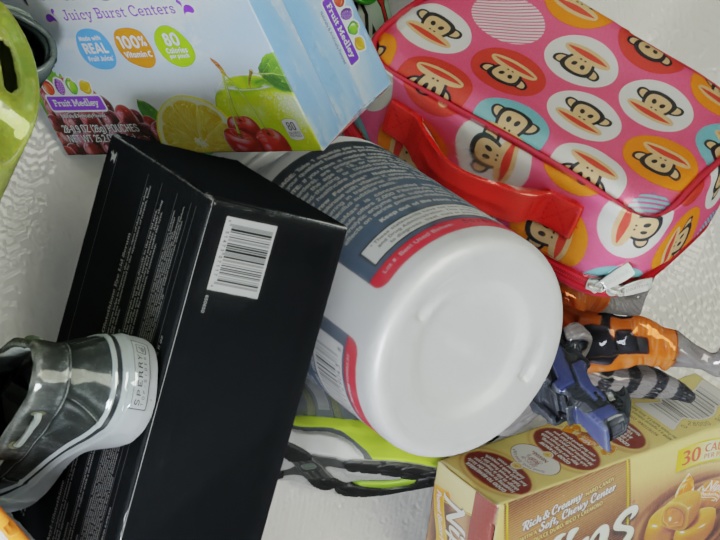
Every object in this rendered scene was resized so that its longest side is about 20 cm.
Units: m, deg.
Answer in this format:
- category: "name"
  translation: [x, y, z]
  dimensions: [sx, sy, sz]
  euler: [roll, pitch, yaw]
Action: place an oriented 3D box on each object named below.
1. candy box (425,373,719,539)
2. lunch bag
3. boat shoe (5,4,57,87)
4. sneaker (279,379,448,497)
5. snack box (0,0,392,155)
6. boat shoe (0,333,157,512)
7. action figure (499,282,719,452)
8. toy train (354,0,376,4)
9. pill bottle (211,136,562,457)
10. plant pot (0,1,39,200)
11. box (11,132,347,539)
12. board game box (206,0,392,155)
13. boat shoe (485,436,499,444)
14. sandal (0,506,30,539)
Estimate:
- category: "candy box"
  translation: [0.126, 0.140, 1.533]
  dimensions: [0.199, 0.055, 0.116]
  euler: [-15, 125, -36]
- category: "lunch bag"
  translation: [0.096, -0.074, 1.480]
  dimensions: [0.199, 0.082, 0.176]
  euler: [32, 38, 16]
- category: "boat shoe"
  translation: [-0.238, -0.131, 1.337]
  dimensions: [0.199, 0.062, 0.073]
  euler: [23, 67, -29]
- category: "sneaker"
  translation: [-0.039, 0.068, 1.468]
  dimensions: [0.199, 0.074, 0.082]
  euler: [15, 61, -37]
- category: "snack box"
  translation: [-0.102, -0.143, 1.361]
  dimensions: [0.068, 0.199, 0.169]
  euler: [-45, 122, -35]
- category: "boat shoe"
  translation: [-0.166, 0.062, 1.292]
  dimensions: [0.070, 0.200, 0.073]
  euler: [14, 65, -27]
- category: "action figure"
  translation: [0.107, 0.057, 1.460]
  dimensions: [0.192, 0.200, 0.105]
  euler: [-12, 126, -19]
- category: "toy train"
  translation: [-0.012, -0.176, 1.519]
  dimensions: [0.199, 0.042, 0.057]
  euler: [-13, 76, -37]
- category: "pill bottle"
  translation: [0.000, 0.000, 1.397]
  dimensions: [0.119, 0.200, 0.120]
  euler: [-17, 123, -29]
- category: "plant pot"
  translation: [-0.239, -0.048, 1.241]
  dimensions: [0.199, 0.184, 0.202]
  euler: [18, 49, -23]
- category: "box"
  translation: [-0.090, 0.051, 1.311]
  dimensions: [0.078, 0.141, 0.202]
  euler: [11, 100, -29]
- category: "board game box"
  translation: [-0.041, -0.131, 1.529]
  dimensions: [0.134, 0.029, 0.202]
  euler: [-13, 86, -37]
- category: "boat shoe"
  translation: [0.108, 0.016, 1.579]
  dimensions: [0.075, 0.062, 0.200]
  euler: [44, 57, -16]
- category: "sandal"
  translation: [-0.168, 0.151, 1.264]
  dimensions: [0.059, 0.079, 0.207]
  euler: [-42, 116, -10]
